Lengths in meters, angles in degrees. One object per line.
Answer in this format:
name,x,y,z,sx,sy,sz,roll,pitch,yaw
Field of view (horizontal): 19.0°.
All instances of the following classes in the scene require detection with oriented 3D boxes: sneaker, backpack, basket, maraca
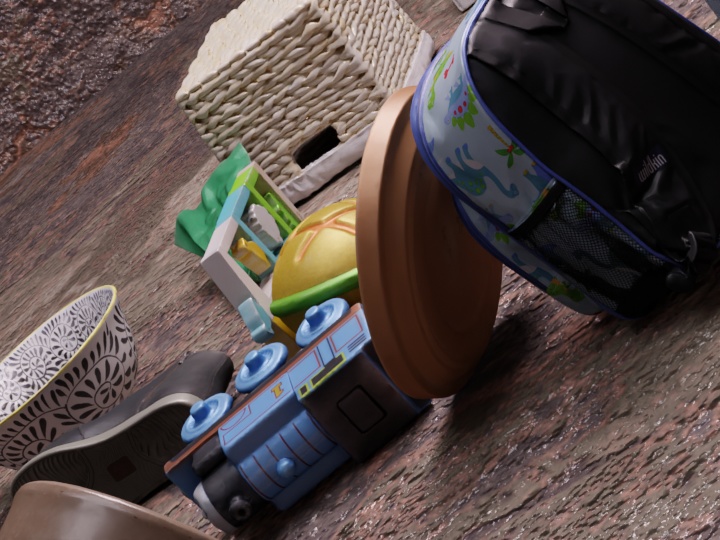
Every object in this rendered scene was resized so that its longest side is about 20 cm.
sneaker,-0.187,0.139,1.740,0.199,0.075,0.106,-25,16,21
backpack,0.133,-0.083,1.321,0.183,0.200,0.147,-55,5,-36
basket,-0.055,-0.190,2.114,0.198,0.161,0.200,-33,20,24
maraca,0.000,0.000,1.596,0.136,0.108,0.200,-20,3,10

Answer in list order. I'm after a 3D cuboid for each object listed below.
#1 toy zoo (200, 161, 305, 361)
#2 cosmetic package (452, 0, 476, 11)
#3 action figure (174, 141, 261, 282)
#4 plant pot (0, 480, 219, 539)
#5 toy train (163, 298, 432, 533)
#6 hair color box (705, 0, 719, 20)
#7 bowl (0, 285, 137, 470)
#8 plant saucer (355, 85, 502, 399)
toy zoo,-0.064,0.006,1.670,0.020,0.131,0.200,-35,18,21
cosmetic package,0.159,-0.373,2.235,0.199,0.081,0.113,-36,17,15
action figure,-0.109,-0.032,1.981,0.119,0.054,0.200,-60,27,12
plant pot,-0.134,0.237,1.192,0.200,0.199,0.176,-13,50,59
toy train,-0.045,0.101,1.472,0.200,0.087,0.114,-39,22,7
hair color box,0.242,-0.277,1.571,0.060,0.200,0.099,-33,18,24
bowl,-0.263,0.116,1.913,0.200,0.094,0.201,-38,16,13
plant saucer,0.051,-0.018,1.381,0.032,0.202,0.201,-2,34,24
